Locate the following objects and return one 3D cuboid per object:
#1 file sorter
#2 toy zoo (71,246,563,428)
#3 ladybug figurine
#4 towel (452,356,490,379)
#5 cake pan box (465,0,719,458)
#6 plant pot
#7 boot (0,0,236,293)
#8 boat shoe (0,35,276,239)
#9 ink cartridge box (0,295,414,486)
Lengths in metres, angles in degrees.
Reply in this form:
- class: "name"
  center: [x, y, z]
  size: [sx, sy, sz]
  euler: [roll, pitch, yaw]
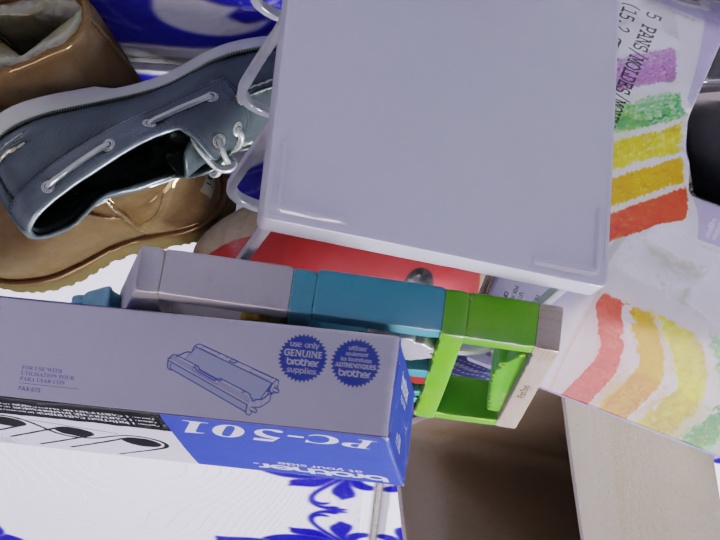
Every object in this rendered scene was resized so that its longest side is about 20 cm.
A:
- class: "file sorter"
  center: [0.021, -0.081, 0.803]
  size: [0.138, 0.201, 0.125]
  euler: [11, 159, -15]
- class: "toy zoo"
  center: [-0.023, 0.029, 0.797]
  size: [0.199, 0.021, 0.131]
  euler: [8, 161, 0]
- class: "ladybug figurine"
  center: [0.000, 0.000, 1.078]
  size: [0.199, 0.072, 0.136]
  euler: [-7, 156, -15]
- class: "towel"
  center: [0.008, 0.050, 1.138]
  size: [0.144, 0.024, 0.199]
  euler: [19, -163, 41]
- class: "cake pan box"
  center: [0.164, -0.019, 0.843]
  size: [0.183, 0.052, 0.201]
  euler: [21, 115, -2]
- class: "plant pot"
  center: [0.160, 0.192, 1.397]
  size: [0.176, 0.201, 0.199]
  euler: [6, 158, -35]
- class: "boot"
  center: [-0.177, -0.069, 1.022]
  size: [0.174, 0.066, 0.200]
  euler: [-17, 151, 15]
- class: "boat shoe"
  center: [-0.087, -0.063, 0.947]
  size: [0.199, 0.062, 0.073]
  euler: [-15, 148, -16]
- class: "ink cartridge box"
  center: [-0.081, 0.048, 0.774]
  size: [0.199, 0.045, 0.094]
  euler: [5, 163, 7]
